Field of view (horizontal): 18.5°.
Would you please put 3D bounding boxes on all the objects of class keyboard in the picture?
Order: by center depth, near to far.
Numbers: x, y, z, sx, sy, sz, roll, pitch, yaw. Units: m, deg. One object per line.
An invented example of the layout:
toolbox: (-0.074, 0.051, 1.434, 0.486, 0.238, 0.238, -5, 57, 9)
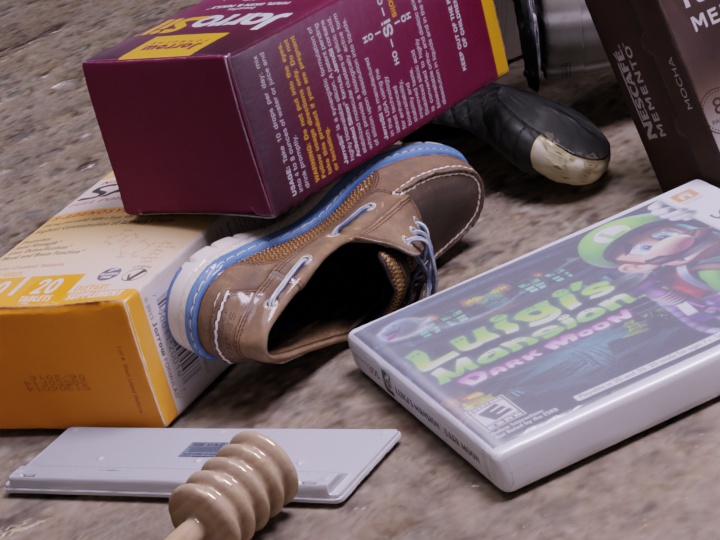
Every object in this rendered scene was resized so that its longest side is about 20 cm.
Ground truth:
keyboard: (-0.076, 0.087, 1.013, 0.199, 0.011, 0.056, -2, 21, 35)

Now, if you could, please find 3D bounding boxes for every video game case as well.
video game case: (0.113, 0.022, 0.998, 0.199, 0.024, 0.182, -24, 21, -13)

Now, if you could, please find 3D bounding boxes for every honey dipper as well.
honey dipper: (-0.096, 0.133, 0.880, 0.038, 0.038, 0.200, 0, 30, 40)

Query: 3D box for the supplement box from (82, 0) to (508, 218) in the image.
supplement box: (-0.030, -0.105, 1.141, 0.110, 0.086, 0.200, 3, 27, 42)

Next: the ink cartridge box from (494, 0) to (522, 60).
ink cartridge box: (0.068, -0.182, 1.381, 0.199, 0.146, 0.048, -23, 57, -15)

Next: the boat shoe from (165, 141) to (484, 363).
boat shoe: (0.000, 0.000, 1.097, 0.199, 0.073, 0.072, -31, 40, -34)

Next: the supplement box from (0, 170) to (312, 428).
supplement box: (-0.109, 0.002, 1.157, 0.125, 0.074, 0.200, -3, 25, 31)

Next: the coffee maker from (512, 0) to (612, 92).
coffee maker: (0.180, -0.208, 1.250, 0.198, 0.194, 0.135, -8, 11, 3)

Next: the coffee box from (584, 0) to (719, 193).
coffee box: (0.232, -0.130, 1.134, 0.199, 0.114, 0.080, -24, 5, -16)

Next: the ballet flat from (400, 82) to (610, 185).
ballet flat: (0.081, -0.076, 1.253, 0.066, 0.057, 0.200, 13, 10, -28)
